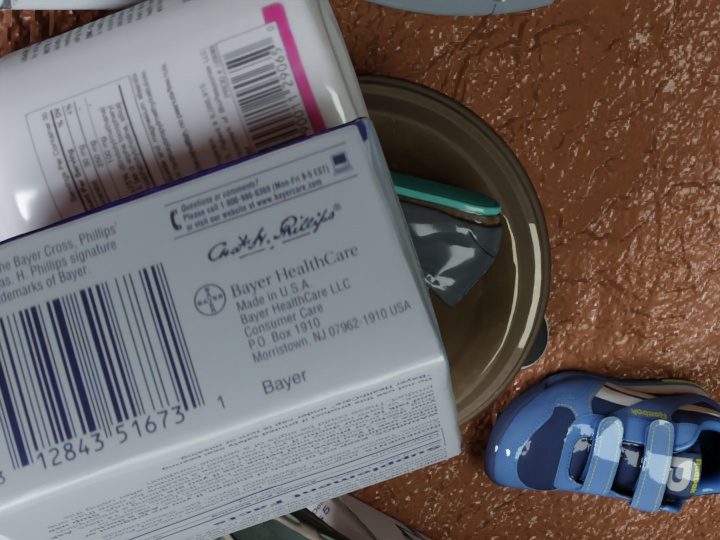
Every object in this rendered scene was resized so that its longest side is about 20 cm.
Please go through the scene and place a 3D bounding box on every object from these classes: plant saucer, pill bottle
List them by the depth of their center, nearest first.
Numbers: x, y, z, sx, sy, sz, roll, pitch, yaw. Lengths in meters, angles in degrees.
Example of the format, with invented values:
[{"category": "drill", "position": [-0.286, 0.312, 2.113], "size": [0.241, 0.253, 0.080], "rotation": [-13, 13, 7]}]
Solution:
[{"category": "pill bottle", "position": [-0.098, -0.055, 0.787], "size": [0.198, 0.114, 0.114], "rotation": [-19, 128, 5]}, {"category": "plant saucer", "position": [0.000, 0.000, 0.934], "size": [0.198, 0.029, 0.203], "rotation": [1, 102, 5]}]

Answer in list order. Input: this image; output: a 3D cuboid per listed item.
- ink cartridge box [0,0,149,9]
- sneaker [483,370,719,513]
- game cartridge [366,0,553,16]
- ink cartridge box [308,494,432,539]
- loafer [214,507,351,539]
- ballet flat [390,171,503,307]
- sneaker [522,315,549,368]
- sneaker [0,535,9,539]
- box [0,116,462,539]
[{"category": "ink cartridge box", "position": [-0.146, -0.192, 0.769], "size": [0.198, 0.084, 0.146], "rotation": [-6, 117, -35]}, {"category": "sneaker", "position": [0.171, 0.113, 1.152], "size": [0.198, 0.082, 0.075], "rotation": [-2, 117, -31]}, {"category": "game cartridge", "position": [0.032, -0.201, 0.920], "size": [0.198, 0.042, 0.134], "rotation": [6, 115, -36]}, {"category": "ink cartridge box", "position": [0.015, 0.240, 1.113], "size": [0.199, 0.084, 0.146], "rotation": [33, 94, -40]}, {"category": "loafer", "position": [-0.021, 0.174, 0.976], "size": [0.072, 0.063, 0.200], "rotation": [-47, 114, -1]}, {"category": "ballet flat", "position": [-0.029, -0.032, 0.882], "size": [0.198, 0.073, 0.074], "rotation": [20, 106, -1]}, {"category": "sneaker", "position": [0.071, 0.013, 1.020], "size": [0.071, 0.099, 0.200], "rotation": [-46, 132, -6]}, {"category": "sneaker", "position": [-0.132, 0.125, 0.964], "size": [0.114, 0.073, 0.201], "rotation": [-44, 130, -10]}, {"category": "box", "position": [-0.058, 0.041, 0.749], "size": [0.182, 0.106, 0.200], "rotation": [-18, 164, -1]}]
